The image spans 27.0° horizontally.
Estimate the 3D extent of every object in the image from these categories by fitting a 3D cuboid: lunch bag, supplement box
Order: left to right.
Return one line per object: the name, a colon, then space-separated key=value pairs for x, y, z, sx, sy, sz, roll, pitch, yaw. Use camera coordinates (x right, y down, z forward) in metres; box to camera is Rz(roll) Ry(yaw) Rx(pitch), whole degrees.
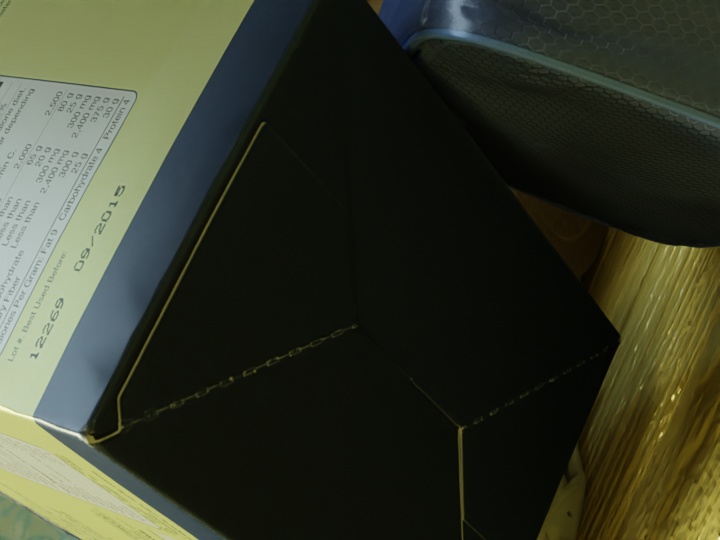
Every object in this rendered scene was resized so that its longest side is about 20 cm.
supplement box: x=-0.060 y=0.014 z=0.476 sx=0.200 sy=0.198 sz=0.135 roll=47 pitch=-116 yaw=-45
lunch bag: x=0.087 y=-0.095 z=0.439 sx=0.200 sy=0.135 sz=0.134 roll=163 pitch=127 yaw=-80

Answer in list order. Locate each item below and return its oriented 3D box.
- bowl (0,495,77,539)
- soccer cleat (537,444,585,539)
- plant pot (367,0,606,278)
bowl: x=-0.124 y=0.098 z=0.664 sx=0.108 sy=0.198 sz=0.202 roll=51 pitch=-128 yaw=-52
soccer cleat: x=0.042 y=0.107 z=0.528 sx=0.201 sy=0.069 sz=0.078 roll=-71 pitch=7 yaw=-55
plant pot: x=0.049 y=-0.041 z=0.663 sx=0.092 sy=0.201 sz=0.202 roll=-6 pitch=52 yaw=34
